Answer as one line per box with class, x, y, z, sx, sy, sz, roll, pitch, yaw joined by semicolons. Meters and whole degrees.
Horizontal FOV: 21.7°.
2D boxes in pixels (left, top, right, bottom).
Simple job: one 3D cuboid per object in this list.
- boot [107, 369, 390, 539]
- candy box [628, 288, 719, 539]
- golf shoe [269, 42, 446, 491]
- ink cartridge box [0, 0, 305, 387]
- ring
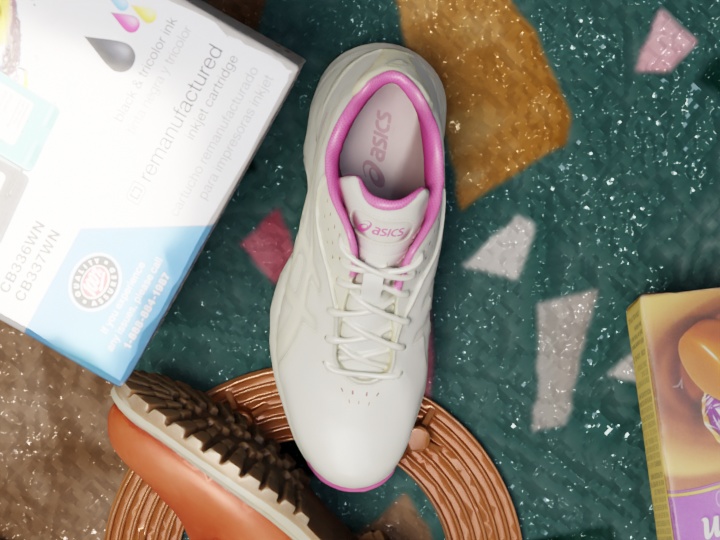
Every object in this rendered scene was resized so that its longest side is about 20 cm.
boot;-0.053;0.135;0.833;0.200;0.075;0.107;44;100;-8
candy box;0.190;0.105;0.826;0.116;0.056;0.201;-7;82;-1
golf shoe;0.000;0.000;0.816;0.075;0.092;0.201;3;94;-4
ink cartridge box;-0.144;-0.073;0.778;0.199;0.146;0.147;29;96;-4
ring;-0.022;0.143;0.878;0.199;0.019;0.202;0;98;-2
